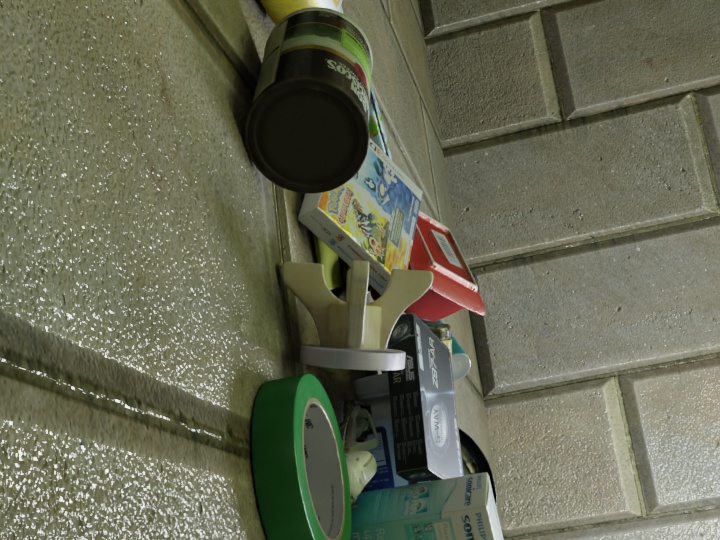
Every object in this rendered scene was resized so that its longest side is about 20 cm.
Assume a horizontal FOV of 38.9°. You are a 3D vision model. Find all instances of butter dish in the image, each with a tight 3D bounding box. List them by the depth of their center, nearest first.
[{"bbox_3d":[0.076,0.004,1.610,0.198,0.147,0.202,25,33,-46],"label":"butter dish"}]

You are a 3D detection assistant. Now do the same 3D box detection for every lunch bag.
[{"bbox_3d":[-0.003,-0.235,1.676,0.161,0.081,0.203,-99,174,-69],"label":"lunch bag"}]

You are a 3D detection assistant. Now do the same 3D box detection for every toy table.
[{"bbox_3d":[-0.005,0.054,1.208,0.200,0.180,0.120,170,-76,-75],"label":"toy table"}]

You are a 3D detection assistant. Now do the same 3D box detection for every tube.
[{"bbox_3d":[0.121,0.103,1.667,0.201,0.049,0.079,-120,-165,-56],"label":"tube"}]

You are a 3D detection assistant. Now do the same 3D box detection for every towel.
[{"bbox_3d":[-0.060,-0.073,1.437,0.086,0.018,0.204,-13,92,-74],"label":"towel"}]

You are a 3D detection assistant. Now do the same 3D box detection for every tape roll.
[{"bbox_3d":[-0.059,0.213,1.069,0.200,0.047,0.205,-11,90,-79],"label":"tape roll"}]

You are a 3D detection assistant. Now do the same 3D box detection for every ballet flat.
[{"bbox_3d":[-0.012,0.224,1.247,0.202,0.071,0.073,-82,158,-58],"label":"ballet flat"}]

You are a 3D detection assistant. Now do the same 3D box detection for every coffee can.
[{"bbox_3d":[-0.058,-0.211,1.241,0.202,0.143,0.148,-87,162,-53],"label":"coffee can"}]

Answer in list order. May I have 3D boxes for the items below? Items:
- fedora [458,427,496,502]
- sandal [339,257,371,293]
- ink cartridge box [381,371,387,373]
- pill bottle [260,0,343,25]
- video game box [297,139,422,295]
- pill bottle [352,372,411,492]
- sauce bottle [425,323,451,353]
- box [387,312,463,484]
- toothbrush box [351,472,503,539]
[{"bbox_3d":[0.108,0.334,1.543,0.091,0.198,0.205,-13,92,-58],"label":"fedora"},{"bbox_3d":[0.000,0.001,1.531,0.202,0.056,0.081,-100,175,-62],"label":"sandal"},{"bbox_3d":[0.076,0.158,1.594,0.200,0.084,0.149,-73,143,-87],"label":"ink cartridge box"},{"bbox_3d":[-0.086,-0.386,1.361,0.200,0.110,0.114,51,29,-68],"label":"pill bottle"},{"bbox_3d":[0.006,-0.094,1.442,0.182,0.046,0.202,40,42,-27],"label":"video game box"},{"bbox_3d":[0.044,0.246,1.398,0.111,0.109,0.204,32,48,-75],"label":"pill bottle"},{"bbox_3d":[0.100,0.179,1.462,0.065,0.063,0.205,1,89,-79],"label":"sauce bottle"},{"bbox_3d":[0.083,0.177,1.318,0.160,0.043,0.204,46,36,-58],"label":"box"},{"bbox_3d":[0.073,0.340,1.223,0.085,0.196,0.149,-67,144,-71],"label":"toothbrush box"}]
